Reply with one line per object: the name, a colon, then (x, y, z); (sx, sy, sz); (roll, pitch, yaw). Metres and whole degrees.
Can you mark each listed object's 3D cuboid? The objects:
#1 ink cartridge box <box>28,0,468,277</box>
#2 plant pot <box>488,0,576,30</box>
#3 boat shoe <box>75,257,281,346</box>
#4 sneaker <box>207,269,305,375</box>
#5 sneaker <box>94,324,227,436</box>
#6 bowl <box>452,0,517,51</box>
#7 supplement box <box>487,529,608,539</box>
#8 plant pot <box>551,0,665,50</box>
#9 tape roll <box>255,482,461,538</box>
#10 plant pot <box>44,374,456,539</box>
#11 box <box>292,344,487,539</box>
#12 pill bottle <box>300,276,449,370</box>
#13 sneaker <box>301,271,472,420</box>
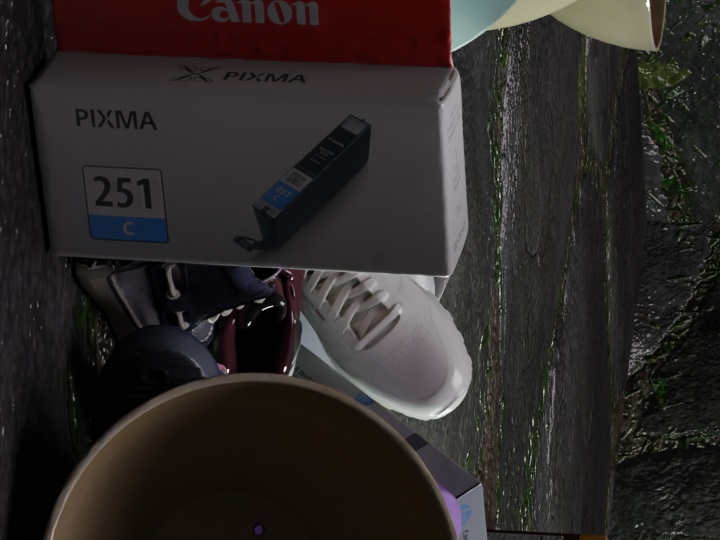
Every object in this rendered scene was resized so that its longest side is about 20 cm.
ink cartridge box: (-0.054, -0.088, 1.355); (0.045, 0.199, 0.177); (-66, 156, -59)
plant pot: (0.072, -0.251, 2.116); (0.134, 0.200, 0.201); (-40, 147, -20)
boat shoe: (-0.080, 0.006, 1.519); (0.200, 0.092, 0.075); (52, 41, -73)
sneaker: (-0.052, -0.016, 1.646); (0.116, 0.075, 0.201); (-126, -144, -81)
sneaker: (-0.095, 0.069, 1.526); (0.200, 0.070, 0.082); (90, 11, -57)
bowl: (0.014, -0.237, 1.788); (0.105, 0.200, 0.202); (35, 55, -54)
supplement box: (0.073, 0.296, 2.091); (0.133, 0.199, 0.198); (-43, 133, -75)
plant pot: (0.233, -0.322, 2.923); (0.200, 0.134, 0.201); (2, 90, -78)
tape roll: (-0.033, 0.184, 1.604); (0.200, 0.066, 0.200); (-43, 155, -25)
plant pot: (-0.059, 0.154, 1.423); (0.134, 0.199, 0.201); (151, -58, -81)
box: (0.002, 0.146, 1.773); (0.041, 0.200, 0.156); (-29, 132, -27)
pill bottle: (0.000, 0.000, 1.895); (0.200, 0.110, 0.111); (-61, 151, -67)
sneaker: (-0.012, 0.009, 1.744); (0.200, 0.076, 0.080); (48, 3, 17)
